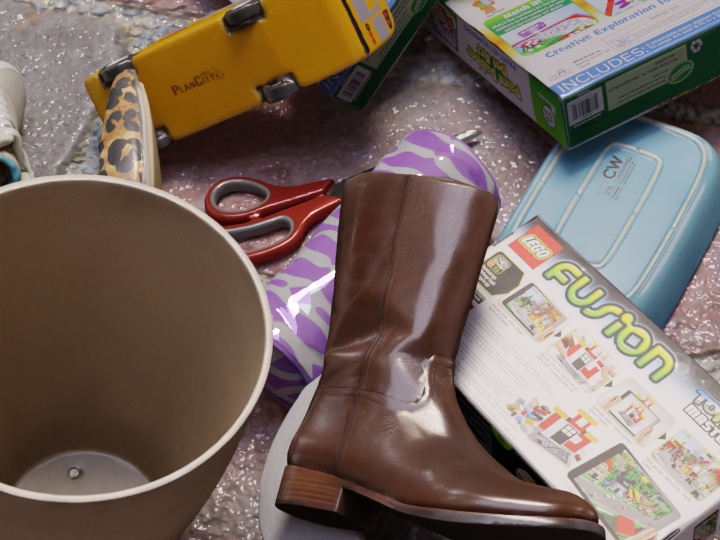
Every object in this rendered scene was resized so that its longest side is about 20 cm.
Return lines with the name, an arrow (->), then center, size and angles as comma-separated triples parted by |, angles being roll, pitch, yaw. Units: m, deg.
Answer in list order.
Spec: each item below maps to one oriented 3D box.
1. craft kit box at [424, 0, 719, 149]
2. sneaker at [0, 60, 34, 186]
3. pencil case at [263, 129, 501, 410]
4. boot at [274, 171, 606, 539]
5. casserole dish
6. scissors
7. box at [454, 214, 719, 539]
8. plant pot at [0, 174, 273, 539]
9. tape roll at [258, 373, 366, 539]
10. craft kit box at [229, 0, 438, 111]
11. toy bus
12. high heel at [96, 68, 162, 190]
craft kit box -> 0.168, -0.179, 1.082 | 0.199, 0.049, 0.198 | -25, 42, -12
sneaker -> -0.247, -0.072, 1.050 | 0.080, 0.077, 0.201 | -5, 36, 14
pencil case -> 0.000, 0.000, 0.984 | 0.200, 0.084, 0.085 | -44, 27, -24
boot -> 0.053, 0.036, 0.829 | 0.185, 0.064, 0.201 | 5, 69, 27
casserole dish -> 0.153, -0.031, 1.009 | 0.120, 0.039, 0.200 | 22, 58, 21
scissors -> -0.010, -0.046, 1.061 | 0.198, 0.014, 0.074 | -11, 50, -2
box -> 0.116, 0.066, 0.860 | 0.110, 0.035, 0.200 | -32, 55, -16
plant pot -> -0.147, 0.087, 0.849 | 0.186, 0.201, 0.188 | 5, 52, -6
tape roll -> 0.046, 0.132, 0.884 | 0.199, 0.066, 0.201 | -4, 52, 5
craft kit box -> -0.011, -0.246, 1.121 | 0.198, 0.048, 0.201 | 45, 106, 32
toy bus -> -0.082, -0.140, 1.064 | 0.199, 0.065, 0.078 | -19, 17, 30
high heel -> -0.197, -0.033, 1.015 | 0.141, 0.071, 0.202 | -2, 73, 0
